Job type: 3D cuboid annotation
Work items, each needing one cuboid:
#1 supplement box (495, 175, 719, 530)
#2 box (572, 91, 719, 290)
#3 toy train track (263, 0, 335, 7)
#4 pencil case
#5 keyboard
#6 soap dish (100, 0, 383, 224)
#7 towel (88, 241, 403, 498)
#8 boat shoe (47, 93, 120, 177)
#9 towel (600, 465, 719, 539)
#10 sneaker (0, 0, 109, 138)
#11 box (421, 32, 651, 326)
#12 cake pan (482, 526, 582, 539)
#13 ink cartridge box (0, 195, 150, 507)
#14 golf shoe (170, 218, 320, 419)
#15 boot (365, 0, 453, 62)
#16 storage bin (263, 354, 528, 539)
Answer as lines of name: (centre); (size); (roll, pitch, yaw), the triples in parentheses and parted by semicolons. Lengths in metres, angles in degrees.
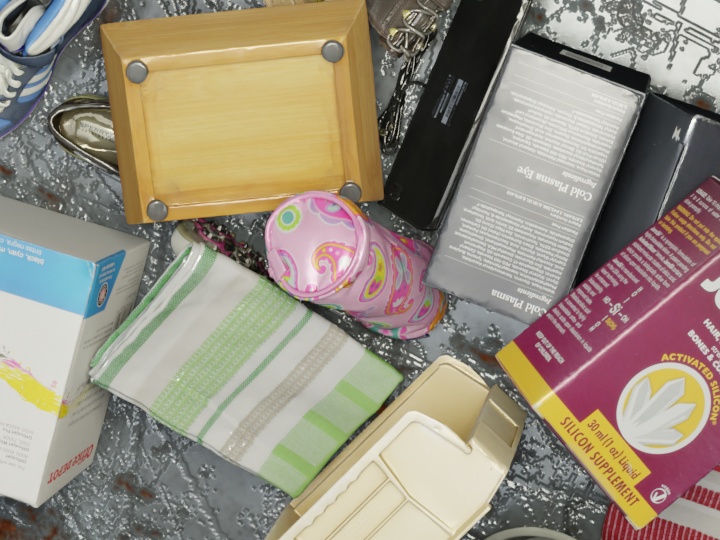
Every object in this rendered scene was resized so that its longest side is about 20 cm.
supplement box: (0.215, 0.056, 1.515); (0.200, 0.103, 0.131); (-41, 112, 3)
box: (0.279, -0.003, 1.629); (0.200, 0.117, 0.197); (18, 101, -14)
toy train track: (-0.061, -0.220, 1.728); (0.115, 0.033, 0.200); (-29, 86, 30)
pencil case: (0.000, 0.000, 1.667); (0.087, 0.200, 0.088); (-4, 78, 20)
keyboard: (0.063, -0.134, 1.690); (0.021, 0.127, 0.200); (16, 102, -37)
soap dish: (-0.087, -0.113, 1.664); (0.200, 0.081, 0.158); (-6, 109, -1)
towel: (-0.087, 0.080, 1.697); (0.200, 0.031, 0.149); (33, 115, -19)
boat shoe: (-0.151, -0.090, 1.745); (0.200, 0.065, 0.073); (11, 99, 8)
towel: (0.263, 0.180, 1.676); (0.144, 0.023, 0.200); (19, 138, 8)
sneaker: (-0.276, -0.172, 1.713); (0.081, 0.146, 0.200); (44, 102, 2)
box: (0.131, -0.069, 1.630); (0.104, 0.200, 0.182); (20, 100, 5)
cake pan: (0.152, 0.292, 1.722); (0.200, 0.037, 0.201); (9, 104, 37)
ink cartridge box: (-0.273, 0.059, 1.745); (0.144, 0.147, 0.200); (17, 100, 8)
golf shoe: (-0.088, 0.048, 1.750); (0.092, 0.073, 0.200); (-41, 90, 14)
boot: (0.078, -0.227, 1.638); (0.069, 0.200, 0.174); (33, 98, -27)
storage bin: (0.025, 0.170, 1.682); (0.094, 0.200, 0.199); (44, 103, 0)
